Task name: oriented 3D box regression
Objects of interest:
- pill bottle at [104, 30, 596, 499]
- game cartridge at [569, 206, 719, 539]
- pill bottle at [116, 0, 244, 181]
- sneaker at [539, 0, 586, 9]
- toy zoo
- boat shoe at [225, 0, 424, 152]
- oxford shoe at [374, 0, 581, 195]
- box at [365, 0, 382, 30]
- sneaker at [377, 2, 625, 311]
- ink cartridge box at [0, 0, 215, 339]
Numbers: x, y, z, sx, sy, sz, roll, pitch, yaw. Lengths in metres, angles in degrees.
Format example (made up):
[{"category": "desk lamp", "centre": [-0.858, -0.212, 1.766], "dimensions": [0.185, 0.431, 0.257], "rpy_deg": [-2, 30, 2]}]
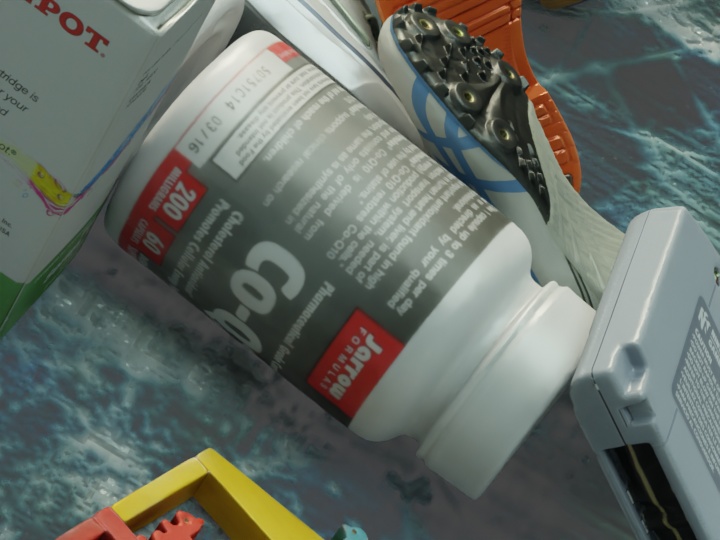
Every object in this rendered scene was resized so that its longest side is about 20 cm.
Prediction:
[{"category": "pill bottle", "centre": [0.000, 0.000, 1.162], "dimensions": [0.200, 0.114, 0.114], "rpy_deg": [38, 42, 5]}, {"category": "game cartridge", "centre": [0.151, 0.079, 1.166], "dimensions": [0.200, 0.040, 0.133], "rpy_deg": [62, 36, -27]}, {"category": "pill bottle", "centre": [-0.160, -0.136, 1.189], "dimensions": [0.200, 0.112, 0.112], "rpy_deg": [38, 42, 4]}, {"category": "sneaker", "centre": [0.132, -0.226, 1.463], "dimensions": [0.088, 0.075, 0.200], "rpy_deg": [57, 36, -20]}, {"category": "toy zoo", "centre": [-0.064, 0.147, 1.054], "dimensions": [0.131, 0.020, 0.200], "rpy_deg": [46, 43, 13]}, {"category": "boat shoe", "centre": [-0.019, -0.105, 1.249], "dimensions": [0.200, 0.074, 0.067], "rpy_deg": [49, 51, -11]}, {"category": "oxford shoe", "centre": [0.041, -0.113, 1.270], "dimensions": [0.071, 0.200, 0.073], "rpy_deg": [-20, 15, -9]}, {"category": "box", "centre": [-0.007, -0.177, 1.377], "dimensions": [0.156, 0.041, 0.200], "rpy_deg": [15, 46, -19]}, {"category": "sneaker", "centre": [0.063, -0.030, 1.217], "dimensions": [0.200, 0.072, 0.072], "rpy_deg": [53, 30, -19]}, {"category": "ink cartridge box", "centre": [-0.153, -0.090, 1.084], "dimensions": [0.145, 0.200, 0.084], "rpy_deg": [36, 43, 2]}]
